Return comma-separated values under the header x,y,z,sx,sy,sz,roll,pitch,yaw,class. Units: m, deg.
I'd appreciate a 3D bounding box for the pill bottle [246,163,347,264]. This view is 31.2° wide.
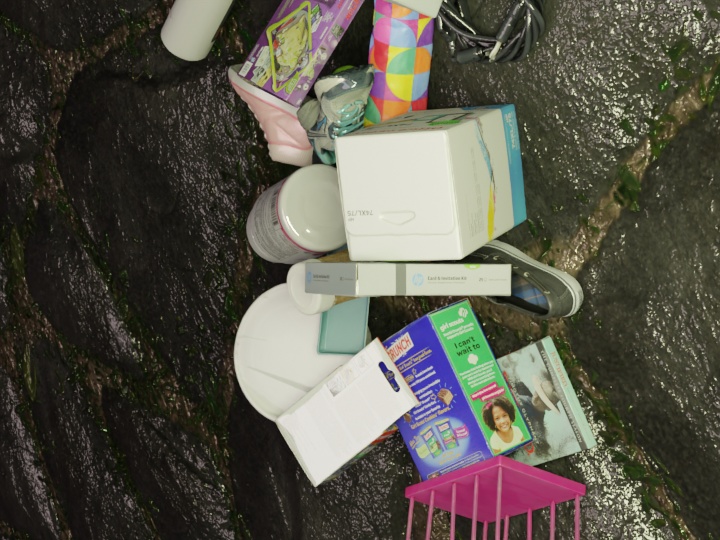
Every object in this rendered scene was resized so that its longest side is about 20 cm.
x,y,z,sx,sy,sz,roll,pitch,yaw,class
-0.082,-0.069,1.722,0.200,0.113,0.114,-17,91,69,pill bottle

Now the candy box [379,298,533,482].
x,y,z,sx,sy,sz,roll,pitch,yaw,class
0.111,0.162,1.667,0.169,0.077,0.201,-37,77,54,candy box

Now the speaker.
x,y,z,sx,sy,sz,roll,pitch,yaw,class
-0.223,-0.398,1.873,0.081,0.081,0.200,57,139,17,speaker

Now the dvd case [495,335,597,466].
x,y,z,sx,sy,sz,roll,pitch,yaw,class
0.201,0.179,1.644,0.200,0.022,0.147,-29,82,50,dvd case

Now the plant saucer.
x,y,z,sx,sy,sz,roll,pitch,yaw,class
-0.016,0.018,1.760,0.069,0.019,0.201,1,78,19,plant saucer

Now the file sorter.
x,y,z,sx,sy,sz,roll,pitch,yaw,class
0.163,0.330,1.619,0.200,0.138,0.126,-31,45,50,file sorter

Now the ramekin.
x,y,z,sx,sy,sz,roll,pitch,yaw,class
-0.073,0.118,1.835,0.201,0.094,0.204,-2,86,24,ramekin

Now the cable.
x,y,z,sx,sy,sz,roll,pitch,yaw,class
0.142,-0.338,1.489,0.163,0.051,0.201,8,109,48,cable

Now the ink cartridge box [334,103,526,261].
x,y,z,sx,sy,sz,roll,pitch,yaw,class
0.085,-0.104,1.501,0.146,0.200,0.147,0,105,29,ink cartridge box

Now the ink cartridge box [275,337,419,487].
x,y,z,sx,sy,sz,roll,pitch,yaw,class
-0.010,0.187,1.716,0.200,0.050,0.109,-41,72,23,ink cartridge box

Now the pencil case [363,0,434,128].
x,y,z,sx,sy,sz,roll,pitch,yaw,class
0.045,-0.262,1.610,0.088,0.088,0.201,31,125,39,pencil case

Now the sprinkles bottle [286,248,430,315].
x,y,z,sx,sy,sz,roll,pitch,yaw,class
0.000,0.000,1.669,0.068,0.199,0.069,22,121,43,sprinkles bottle

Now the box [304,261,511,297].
x,y,z,sx,sy,sz,roll,pitch,yaw,class
0.054,0.010,1.517,0.156,0.199,0.041,-178,89,-67,box

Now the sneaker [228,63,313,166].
x,y,z,sx,sy,sz,roll,pitch,yaw,class
-0.124,-0.214,1.830,0.200,0.075,0.105,35,123,31,sneaker

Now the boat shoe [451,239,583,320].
x,y,z,sx,sy,sz,roll,pitch,yaw,class
0.176,0.016,1.574,0.199,0.066,0.070,27,123,41,boat shoe

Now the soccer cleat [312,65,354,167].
x,y,z,sx,sy,sz,roll,pitch,yaw,class
-0.024,-0.173,1.726,0.081,0.067,0.201,-115,28,-60,soccer cleat

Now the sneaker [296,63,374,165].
x,y,z,sx,sy,sz,roll,pitch,yaw,class
-0.017,-0.189,1.590,0.200,0.077,0.087,136,115,-72,sneaker

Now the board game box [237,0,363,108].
x,y,z,sx,sy,sz,roll,pitch,yaw,class
-0.069,-0.316,1.669,0.120,0.032,0.201,33,90,49,board game box

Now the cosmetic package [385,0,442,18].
x,y,z,sx,sy,sz,roll,pitch,yaw,class
0.024,-0.421,1.479,0.200,0.122,0.200,33,105,47,cosmetic package
